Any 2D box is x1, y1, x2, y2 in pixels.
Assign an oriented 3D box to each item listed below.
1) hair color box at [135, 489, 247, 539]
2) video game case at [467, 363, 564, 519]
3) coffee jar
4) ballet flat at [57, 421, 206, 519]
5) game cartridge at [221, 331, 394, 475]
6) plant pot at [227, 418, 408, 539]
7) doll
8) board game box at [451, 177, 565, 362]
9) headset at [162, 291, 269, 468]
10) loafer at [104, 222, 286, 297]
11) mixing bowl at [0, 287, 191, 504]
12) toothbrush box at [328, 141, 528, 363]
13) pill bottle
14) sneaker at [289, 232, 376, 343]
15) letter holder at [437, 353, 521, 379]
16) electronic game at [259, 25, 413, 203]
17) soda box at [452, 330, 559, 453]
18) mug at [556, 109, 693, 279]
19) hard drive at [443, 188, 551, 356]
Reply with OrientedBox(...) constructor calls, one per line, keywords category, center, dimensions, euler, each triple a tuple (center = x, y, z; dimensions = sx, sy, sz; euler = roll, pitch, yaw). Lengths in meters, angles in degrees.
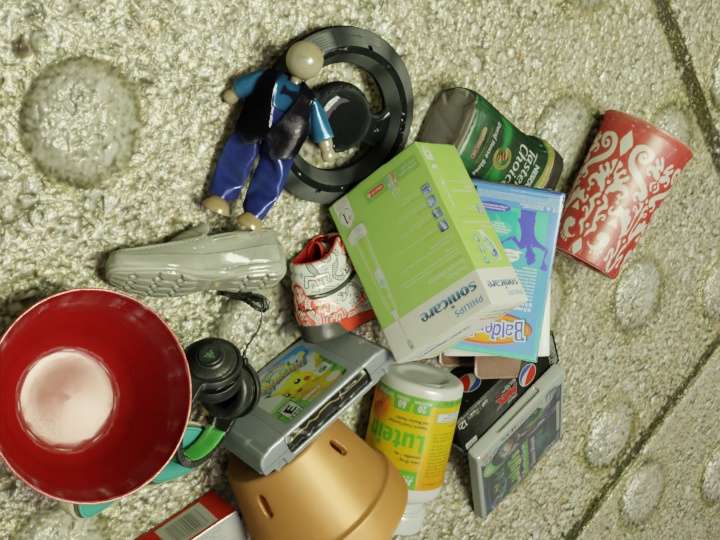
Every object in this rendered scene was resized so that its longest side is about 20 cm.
OrientedBox(category="hair color box", center=(-0.179, 0.376, 1.265), dimensions=(0.110, 0.064, 0.202), euler=(-29, 121, -28))
OrientedBox(category="video game case", center=(0.224, 0.246, 1.515), dimensions=(0.181, 0.023, 0.201), euler=(-41, 148, -19))
OrientedBox(category="coffee jar", center=(0.168, -0.142, 1.336), dimensions=(0.199, 0.085, 0.105), euler=(24, 91, -41))
OrientedBox(category="ballet flat", center=(-0.248, 0.204, 1.144), dimensions=(0.199, 0.069, 0.071), euler=(-16, 117, -51))
OrientedBox(category="game cartridge", center=(-0.070, 0.139, 1.218), dimensions=(0.199, 0.133, 0.041), euler=(-40, 119, -22))
OrientedBox(category="plant pot", center=(-0.062, 0.248, 1.239), dimensions=(0.199, 0.199, 0.141), euler=(-39, 111, -20))
OrientedBox(category="doll", center=(-0.089, -0.145, 1.123), dimensions=(0.135, 0.048, 0.202), euler=(25, 100, 1))
OrientedBox(category="board game box", center=(0.150, -0.004, 1.264), dimensions=(0.150, 0.045, 0.203), euler=(9, 98, 3))
OrientedBox(category="headset", center=(-0.160, 0.110, 1.150), dimensions=(0.202, 0.093, 0.124), euler=(-61, 159, -16))
OrientedBox(category="loafer", center=(-0.175, -0.014, 1.134), dimensions=(0.198, 0.070, 0.071), euler=(-1, 65, -30))
OrientedBox(category="mixing bowl", center=(-0.276, 0.124, 1.048), dimensions=(0.198, 0.108, 0.203), euler=(5, 79, -29))
OrientedBox(category="toothbrush box", center=(0.073, -0.020, 1.197), dimensions=(0.145, 0.202, 0.086), euler=(-35, 160, 33))
OrientedBox(category="pill bottle", center=(0.059, 0.228, 1.366), dimensions=(0.110, 0.111, 0.203), euler=(2, 105, -38))
OrientedBox(category="sneaker", center=(0.000, 0.000, 1.267), dimensions=(0.200, 0.067, 0.109), euler=(-25, 110, -37))
OrientedBox(category="letter holder", center=(0.142, 0.028, 1.368), dimensions=(0.141, 0.100, 0.203), euler=(2, 105, -36))
OrientedBox(category="electronic game", center=(-0.026, -0.173, 1.199), dimensions=(0.198, 0.042, 0.203), euler=(-13, 117, -26))
OrientedBox(category="soda box", center=(0.180, 0.152, 1.458), dimensions=(0.199, 0.070, 0.064), euler=(-39, 130, -22))
OrientedBox(category="mug", center=(0.365, -0.092, 1.482), dimensions=(0.177, 0.133, 0.202), euler=(27, 92, -39))
OrientedBox(category="hard drive", center=(0.165, 0.003, 1.300), dimensions=(0.130, 0.026, 0.203), euler=(0, 98, 5))
